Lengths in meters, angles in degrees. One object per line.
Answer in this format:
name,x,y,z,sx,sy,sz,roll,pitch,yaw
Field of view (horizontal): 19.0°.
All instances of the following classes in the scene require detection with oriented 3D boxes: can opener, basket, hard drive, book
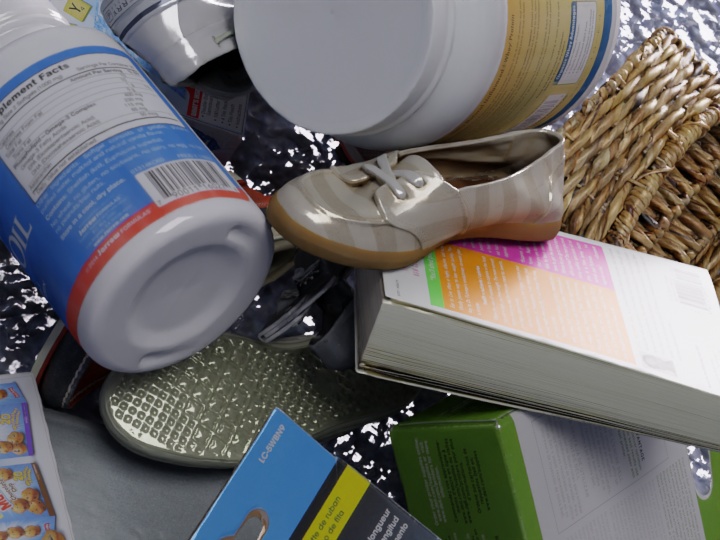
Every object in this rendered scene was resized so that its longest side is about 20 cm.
can opener,0.000,0.000,1.198,0.067,0.053,0.200,49,28,-5
basket,0.171,-0.032,1.282,0.149,0.143,0.200,43,53,5
hard drive,-0.116,0.153,1.102,0.199,0.033,0.140,17,55,-16
book,0.097,0.019,1.124,0.199,0.048,0.134,14,32,-10

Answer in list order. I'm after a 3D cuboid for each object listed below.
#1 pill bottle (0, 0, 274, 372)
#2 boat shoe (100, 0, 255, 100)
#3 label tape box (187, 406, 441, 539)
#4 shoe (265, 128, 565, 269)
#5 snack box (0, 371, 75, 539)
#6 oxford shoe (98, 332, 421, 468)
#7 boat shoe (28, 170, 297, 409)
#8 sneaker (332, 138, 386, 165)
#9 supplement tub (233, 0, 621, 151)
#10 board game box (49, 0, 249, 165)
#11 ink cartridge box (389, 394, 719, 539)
pill bottle,-0.141,-0.053,1.089,0.112,0.112,0.200,-19,53,-33
boat shoe,-0.079,-0.123,1.175,0.067,0.073,0.200,58,22,6
label tape box,-0.016,0.182,1.022,0.200,0.063,0.144,41,66,-17
shoe,0.034,-0.043,1.095,0.200,0.054,0.070,-7,37,-45
snack box,-0.172,0.146,1.043,0.072,0.024,0.201,-5,64,-27
oxford shoe,-0.056,0.069,1.159,0.199,0.058,0.076,-8,80,-38
boat shoe,-0.104,0.017,1.168,0.063,0.071,0.200,40,46,7
sneaker,0.011,-0.123,1.295,0.074,0.087,0.200,-30,78,-35
supplement tub,0.038,-0.140,1.156,0.145,0.145,0.200,56,30,13
board game box,-0.155,-0.178,1.276,0.199,0.041,0.201,18,56,-16
ink cartridge box,0.119,0.120,1.174,0.200,0.076,0.148,-25,104,-48
